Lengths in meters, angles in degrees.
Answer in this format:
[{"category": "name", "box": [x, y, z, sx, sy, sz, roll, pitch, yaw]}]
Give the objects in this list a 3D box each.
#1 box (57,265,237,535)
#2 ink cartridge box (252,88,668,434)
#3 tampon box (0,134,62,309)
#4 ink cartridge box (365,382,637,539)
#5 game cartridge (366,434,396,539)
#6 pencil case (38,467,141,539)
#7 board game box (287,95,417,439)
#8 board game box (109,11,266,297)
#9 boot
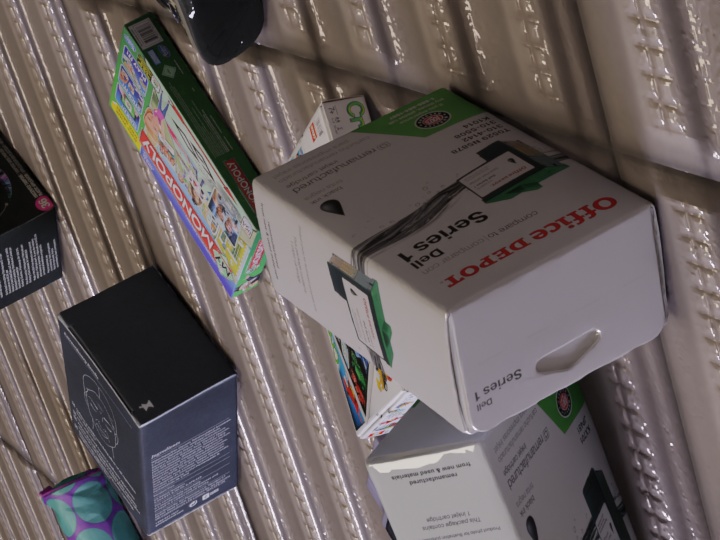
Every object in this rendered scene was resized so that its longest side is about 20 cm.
[{"category": "box", "box": [-0.197, 0.123, 1.889, 0.149, 0.107, 0.200, 50, 156, 27]}, {"category": "ink cartridge box", "box": [0.054, -0.011, 1.130, 0.200, 0.146, 0.085, 34, 143, 48]}, {"category": "tampon box", "box": [-0.435, -0.034, 2.106, 0.150, 0.199, 0.127, 49, 155, 28]}, {"category": "ink cartridge box", "box": [0.098, 0.163, 1.219, 0.083, 0.147, 0.201, -13, 108, 30]}, {"category": "game cartridge", "box": [0.065, 0.220, 1.494, 0.201, 0.038, 0.130, 58, 162, 18]}, {"category": "pencil case", "box": [-0.302, 0.335, 2.393, 0.092, 0.085, 0.201, -24, 93, 40]}, {"category": "board game box", "box": [0.000, 0.000, 1.341, 0.126, 0.034, 0.201, 128, 128, -68]}, {"category": "board game box", "box": [-0.134, -0.090, 1.608, 0.201, 0.029, 0.135, 57, 157, 14]}, {"category": "boot", "box": [-0.140, -0.249, 1.364, 0.154, 0.073, 0.204, 47, 163, 32]}]
